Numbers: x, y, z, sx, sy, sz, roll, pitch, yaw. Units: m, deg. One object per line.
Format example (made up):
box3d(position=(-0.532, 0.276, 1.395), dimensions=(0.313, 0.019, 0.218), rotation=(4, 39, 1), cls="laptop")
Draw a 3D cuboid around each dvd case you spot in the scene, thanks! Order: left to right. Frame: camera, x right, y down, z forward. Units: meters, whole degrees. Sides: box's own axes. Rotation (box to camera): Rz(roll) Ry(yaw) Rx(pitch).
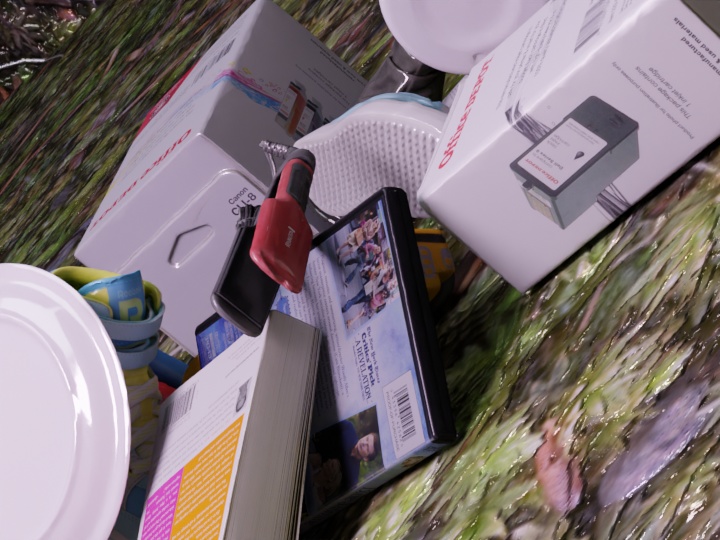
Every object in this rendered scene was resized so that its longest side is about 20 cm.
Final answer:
box3d(position=(-0.023, 0.059, 1.594), dimensions=(0.200, 0.017, 0.144), rotation=(-36, 58, 48), cls="dvd case")

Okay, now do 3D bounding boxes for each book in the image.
box3d(position=(-0.081, 0.135, 1.562), dimensions=(0.134, 0.048, 0.201), rotation=(-38, 36, 48), cls="book")

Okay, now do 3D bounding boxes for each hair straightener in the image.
box3d(position=(-0.061, -0.017, 1.614), dimensions=(0.077, 0.041, 0.200), rotation=(-47, 18, 21), cls="hair straightener")

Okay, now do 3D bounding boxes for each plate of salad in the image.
box3d(position=(-0.197, 0.097, 1.676), dimensions=(0.200, 0.201, 0.048), rotation=(-42, -28, 27), cls="plate of salad")

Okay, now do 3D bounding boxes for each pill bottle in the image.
box3d(position=(0.078, -0.212, 1.857), dimensions=(0.111, 0.111, 0.200), rotation=(-42, 14, 27), cls="pill bottle")

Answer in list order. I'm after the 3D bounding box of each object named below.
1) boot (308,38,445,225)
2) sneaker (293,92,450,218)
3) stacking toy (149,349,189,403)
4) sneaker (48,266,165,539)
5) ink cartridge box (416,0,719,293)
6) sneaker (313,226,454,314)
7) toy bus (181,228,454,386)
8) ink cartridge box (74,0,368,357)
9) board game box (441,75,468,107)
box3d(position=(0.025, -0.115, 1.927), dimensions=(0.200, 0.067, 0.131), rotation=(-67, 2, -58), cls="boot")
box3d(position=(0.031, -0.080, 1.745), dimensions=(0.082, 0.074, 0.200), rotation=(-35, 17, -22), cls="sneaker")
box3d(position=(-0.144, 0.153, 1.786), dimensions=(0.110, 0.116, 0.201), rotation=(-41, 29, 33), cls="stacking toy")
box3d(position=(-0.135, 0.078, 1.697), dimensions=(0.079, 0.200, 0.131), rotation=(-15, -39, -52), cls="sneaker")
box3d(position=(0.135, -0.102, 1.568), dimensions=(0.200, 0.084, 0.146), rotation=(-40, 16, 35), cls="ink cartridge box")
box3d(position=(0.000, 0.000, 1.763), dimensions=(0.090, 0.067, 0.200), rotation=(-39, 14, -35), cls="sneaker")
box3d(position=(-0.024, 0.045, 1.669), dimensions=(0.200, 0.065, 0.079), rotation=(-35, 62, 47), cls="toy bus")
box3d(position=(-0.078, -0.056, 2.012), dimensions=(0.145, 0.144, 0.200), rotation=(-41, 15, 32), cls="ink cartridge box")
box3d(position=(0.113, -0.119, 1.803), dimensions=(0.136, 0.035, 0.200), rotation=(-48, 13, 7), cls="board game box")
